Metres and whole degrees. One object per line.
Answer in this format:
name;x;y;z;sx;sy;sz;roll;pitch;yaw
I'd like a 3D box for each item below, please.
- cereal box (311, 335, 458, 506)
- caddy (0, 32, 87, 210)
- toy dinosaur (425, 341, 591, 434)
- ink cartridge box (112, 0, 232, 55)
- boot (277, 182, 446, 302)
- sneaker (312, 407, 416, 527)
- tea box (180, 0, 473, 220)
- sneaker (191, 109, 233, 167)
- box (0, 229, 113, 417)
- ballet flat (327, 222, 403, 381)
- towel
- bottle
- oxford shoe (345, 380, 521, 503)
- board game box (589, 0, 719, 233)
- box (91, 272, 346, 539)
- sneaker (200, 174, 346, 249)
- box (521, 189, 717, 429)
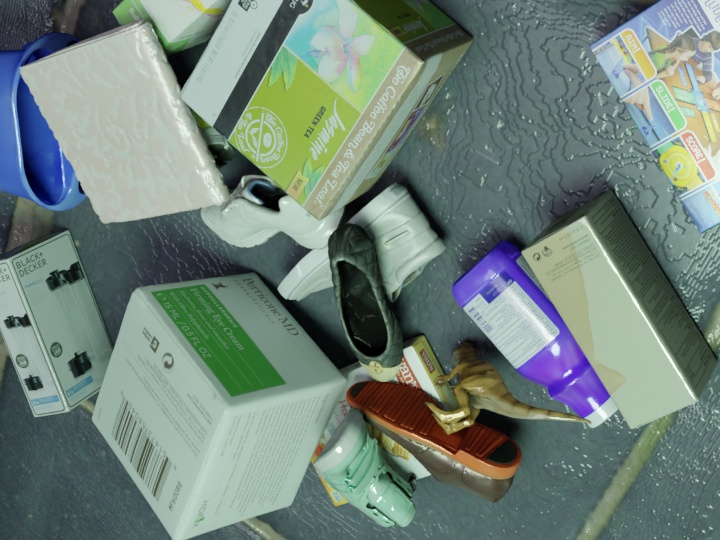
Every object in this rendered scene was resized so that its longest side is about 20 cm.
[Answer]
cereal box;0.020;0.172;1.307;0.199;0.039;0.145;-26;95;33
caddy;-0.354;-0.169;1.319;0.104;0.141;0.202;11;115;27
toy dinosaur;0.123;0.121;1.155;0.061;0.106;0.200;55;172;-33
ink cartridge box;-0.140;-0.298;1.166;0.199;0.117;0.068;-32;95;34
boot;0.000;0.000;1.233;0.200;0.073;0.096;-39;89;36
sneaker;0.015;0.212;1.215;0.118;0.074;0.201;35;166;9
tea box;-0.034;-0.197;1.139;0.196;0.134;0.201;40;122;8
sneaker;-0.217;-0.145;1.303;0.199;0.078;0.091;-15;76;37
box;-0.382;0.064;1.438;0.060;0.117;0.202;-12;102;31
ballet flat;-0.001;0.042;1.194;0.066;0.057;0.201;0;129;22
towel;-0.246;-0.148;1.220;0.190;0.032;0.201;-7;118;36
bottle;0.182;0.067;1.164;0.200;0.065;0.084;48;129;4
oxford shoe;0.068;0.183;1.224;0.199;0.071;0.073;27;127;20
board game box;0.311;-0.151;1.028;0.135;0.034;0.201;-29;93;33
box;-0.159;0.144;1.282;0.199;0.170;0.201;46;126;32
sneaker;-0.106;-0.072;1.231;0.199;0.087;0.075;0;65;44
box;0.247;0.036;1.102;0.077;0.095;0.201;-30;92;34
